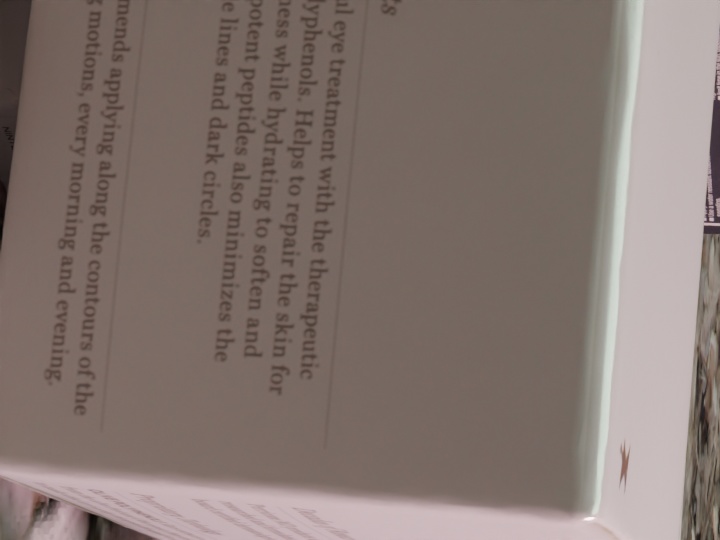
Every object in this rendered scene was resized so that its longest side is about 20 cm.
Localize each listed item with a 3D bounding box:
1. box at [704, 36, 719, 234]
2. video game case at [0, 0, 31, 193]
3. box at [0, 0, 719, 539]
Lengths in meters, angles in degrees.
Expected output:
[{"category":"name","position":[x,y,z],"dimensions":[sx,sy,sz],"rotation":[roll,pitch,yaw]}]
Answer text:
[{"category":"box","position":[0.194,-0.130,1.613],"dimensions":[0.124,0.197,0.201],"rotation":[-76,163,-47]},{"category":"video game case","position":[-0.068,-0.079,0.909],"dimensions":[0.183,0.022,0.201],"rotation":[73,25,-55]},{"category":"box","position":[0.008,-0.020,0.826],"dimensions":[0.200,0.170,0.200],"rotation":[41,53,-73]}]
